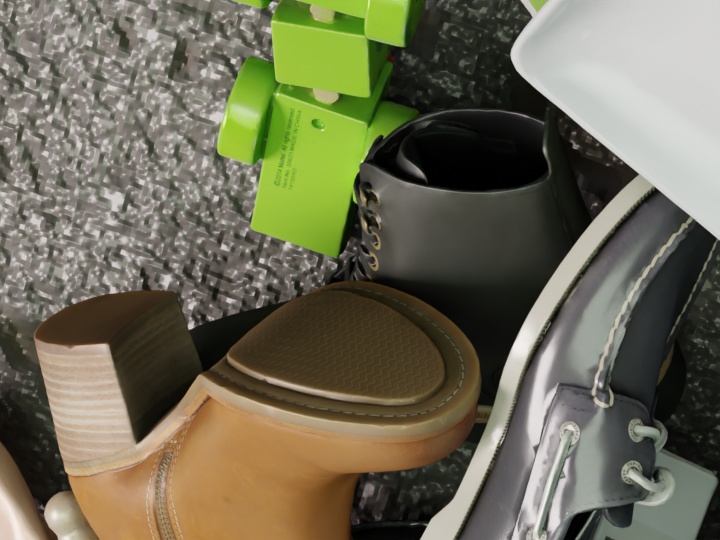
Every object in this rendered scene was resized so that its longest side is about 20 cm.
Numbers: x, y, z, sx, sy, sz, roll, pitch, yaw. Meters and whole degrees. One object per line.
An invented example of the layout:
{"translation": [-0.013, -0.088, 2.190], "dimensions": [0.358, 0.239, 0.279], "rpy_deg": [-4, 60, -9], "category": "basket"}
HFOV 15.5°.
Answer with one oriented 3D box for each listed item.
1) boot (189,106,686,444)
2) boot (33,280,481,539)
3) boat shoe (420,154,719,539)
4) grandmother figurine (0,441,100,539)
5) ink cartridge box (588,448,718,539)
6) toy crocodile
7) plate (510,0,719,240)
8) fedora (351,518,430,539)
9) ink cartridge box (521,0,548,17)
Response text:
{"translation": [0.000, 0.000, 0.916], "dimensions": [0.199, 0.078, 0.139], "rpy_deg": [-8, 138, 20], "category": "boot"}
{"translation": [-0.022, 0.088, 0.894], "dimensions": [0.199, 0.077, 0.156], "rpy_deg": [-1, 116, 39], "category": "boot"}
{"translation": [0.073, 0.061, 0.823], "dimensions": [0.063, 0.073, 0.201], "rpy_deg": [33, 104, 27], "category": "boat shoe"}
{"translation": [-0.122, 0.123, 1.008], "dimensions": [0.061, 0.121, 0.200], "rpy_deg": [-38, 83, -21], "category": "grandmother figurine"}
{"translation": [0.058, 0.159, 0.897], "dimensions": [0.039, 0.099, 0.201], "rpy_deg": [23, 74, -7], "category": "ink cartridge box"}
{"translation": [-0.009, -0.081, 0.919], "dimensions": [0.067, 0.062, 0.200], "rpy_deg": [16, 138, 9], "category": "toy crocodile"}
{"translation": [0.162, -0.052, 0.714], "dimensions": [0.199, 0.032, 0.200], "rpy_deg": [40, 145, -1], "category": "plate"}
{"translation": [0.019, 0.199, 0.998], "dimensions": [0.200, 0.092, 0.201], "rpy_deg": [4, 107, 12], "category": "fedora"}
{"translation": [0.127, -0.124, 0.761], "dimensions": [0.200, 0.076, 0.148], "rpy_deg": [-15, 118, 50], "category": "ink cartridge box"}
